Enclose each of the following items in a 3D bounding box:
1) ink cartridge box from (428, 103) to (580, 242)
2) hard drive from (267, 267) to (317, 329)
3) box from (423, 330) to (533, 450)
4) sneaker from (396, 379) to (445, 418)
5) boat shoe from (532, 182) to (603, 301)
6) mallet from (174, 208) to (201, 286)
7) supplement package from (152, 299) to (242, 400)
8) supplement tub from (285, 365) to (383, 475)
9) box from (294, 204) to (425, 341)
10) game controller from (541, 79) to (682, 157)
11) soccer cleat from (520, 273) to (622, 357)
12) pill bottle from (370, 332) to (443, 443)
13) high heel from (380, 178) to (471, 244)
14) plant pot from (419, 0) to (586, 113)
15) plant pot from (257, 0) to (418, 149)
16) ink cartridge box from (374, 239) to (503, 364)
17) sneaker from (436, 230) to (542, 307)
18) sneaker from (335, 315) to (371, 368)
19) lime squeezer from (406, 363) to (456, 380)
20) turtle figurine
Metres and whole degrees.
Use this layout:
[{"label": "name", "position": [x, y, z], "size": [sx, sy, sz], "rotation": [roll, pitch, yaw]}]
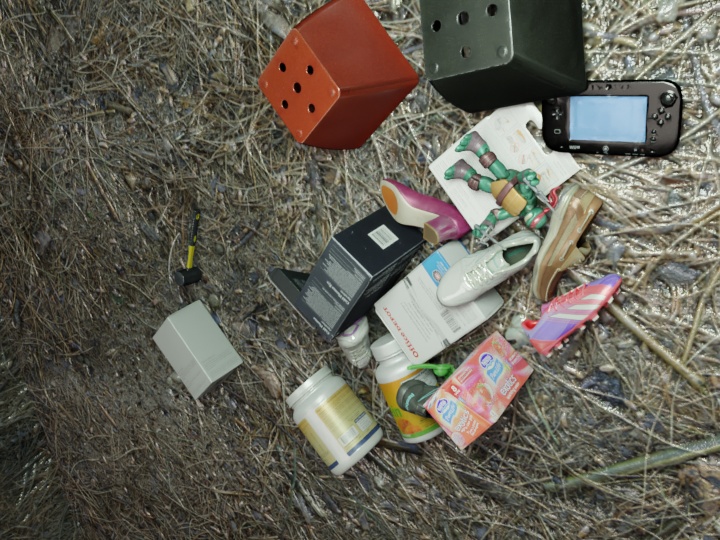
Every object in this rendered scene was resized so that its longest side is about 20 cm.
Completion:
[{"label": "ink cartridge box", "position": [0.234, -0.168, 1.104], "size": [0.199, 0.050, 0.162], "rotation": [-38, 84, 24]}, {"label": "hard drive", "position": [-0.101, 0.058, 1.371], "size": [0.033, 0.200, 0.140], "rotation": [-45, 78, 7]}, {"label": "box", "position": [0.208, 0.202, 1.173], "size": [0.103, 0.199, 0.095], "rotation": [47, 126, 11]}, {"label": "sneaker", "position": [0.159, 0.244, 1.238], "size": [0.079, 0.196, 0.077], "rotation": [24, 108, 55]}, {"label": "boat shoe", "position": [0.325, -0.034, 1.061], "size": [0.071, 0.075, 0.204], "rotation": [25, 125, 24]}, {"label": "mallet", "position": [-0.421, -0.053, 1.654], "size": [0.041, 0.065, 0.204], "rotation": [27, 124, 27]}, {"label": "supplement package", "position": [-0.419, 0.203, 1.734], "size": [0.202, 0.117, 0.117], "rotation": [53, 133, 5]}, {"label": "supplement tub", "position": [-0.059, 0.327, 1.485], "size": [0.201, 0.144, 0.145], "rotation": [51, 132, 8]}, {"label": "box", "position": [0.000, 0.000, 1.250], "size": [0.104, 0.199, 0.183], "rotation": [42, 129, 12]}, {"label": "game controller", "position": [0.356, -0.219, 0.968], "size": [0.197, 0.042, 0.107], "rotation": [11, 110, 36]}, {"label": "soccer cleat", "position": [0.341, 0.063, 1.100], "size": [0.077, 0.066, 0.201], "rotation": [47, 134, 14]}, {"label": "pill bottle", "position": [0.095, 0.225, 1.336], "size": [0.110, 0.110, 0.204], "rotation": [-20, 97, 42]}, {"label": "high heel", "position": [0.118, -0.119, 1.218], "size": [0.200, 0.094, 0.069], "rotation": [41, 143, 44]}, {"label": "plant pot", "position": [0.184, -0.338, 0.940], "size": [0.196, 0.176, 0.205], "rotation": [0, 99, 39]}, {"label": "plant pot", "position": [-0.056, -0.329, 1.162], "size": [0.202, 0.175, 0.199], "rotation": [54, 132, 5]}, {"label": "ink cartridge box", "position": [0.140, 0.062, 1.243], "size": [0.148, 0.085, 0.200], "rotation": [54, 133, 6]}, {"label": "sneaker", "position": [0.208, -0.006, 1.105], "size": [0.198, 0.080, 0.071], "rotation": [-33, 84, 10]}, {"label": "sneaker", "position": [-0.002, 0.145, 1.351], "size": [0.074, 0.200, 0.101], "rotation": [-28, 86, -2]}, {"label": "lime squeezer", "position": [0.155, 0.209, 1.295], "size": [0.200, 0.071, 0.038], "rotation": [47, 169, -35]}, {"label": "turtle figurine", "position": [0.221, -0.115, 1.039], "size": [0.200, 0.100, 0.151], "rotation": [46, 129, 19]}]
